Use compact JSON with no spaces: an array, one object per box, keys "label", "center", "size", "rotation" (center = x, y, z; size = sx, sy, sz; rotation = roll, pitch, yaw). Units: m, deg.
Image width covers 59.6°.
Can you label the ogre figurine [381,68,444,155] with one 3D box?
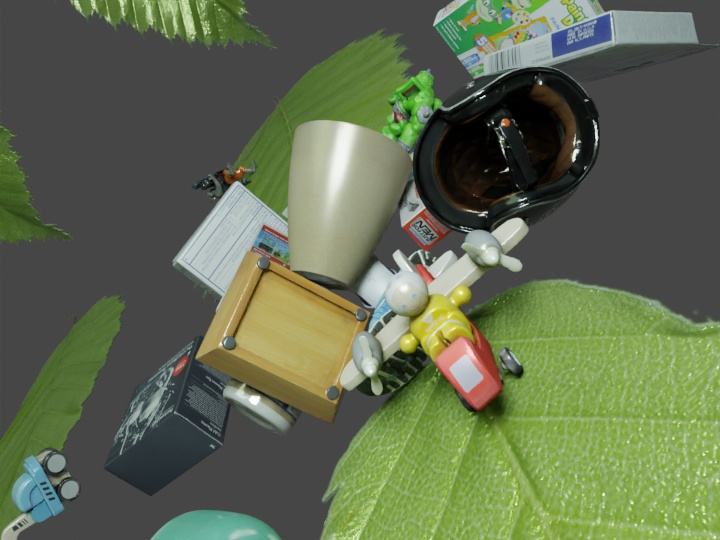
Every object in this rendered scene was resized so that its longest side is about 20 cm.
[{"label":"ogre figurine","center":[0.095,-0.303,1.206],"size":[0.120,0.098,0.201],"rotation":[-41,12,41]}]

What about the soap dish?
[{"label":"soap dish","center":[-0.089,0.082,0.815],"size":[0.160,0.197,0.081],"rotation":[-67,11,-22]}]

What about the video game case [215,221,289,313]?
[{"label":"video game case","center":[-0.145,0.023,1.084],"size":[0.017,0.141,0.202],"rotation":[-50,16,51]}]

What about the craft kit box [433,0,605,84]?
[{"label":"craft kit box","center":[0.238,-0.334,0.896],"size":[0.196,0.200,0.049],"rotation":[-25,32,41]}]

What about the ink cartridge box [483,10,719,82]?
[{"label":"ink cartridge box","center":[0.286,-0.266,0.762],"size":[0.197,0.044,0.195],"rotation":[-13,9,-31]}]

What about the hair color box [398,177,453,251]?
[{"label":"hair color box","center":[0.147,-0.132,0.919],"size":[0.199,0.064,0.112],"rotation":[-38,27,20]}]

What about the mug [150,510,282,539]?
[{"label":"mug","center":[-0.131,0.339,0.632],"size":[0.113,0.188,0.152],"rotation":[-17,14,43]}]

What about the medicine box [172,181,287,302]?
[{"label":"medicine box","center":[-0.216,-0.025,1.177],"size":[0.184,0.199,0.103],"rotation":[-55,16,-16]}]

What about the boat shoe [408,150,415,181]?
[{"label":"boat shoe","center":[0.093,-0.160,1.041],"size":[0.198,0.062,0.075],"rotation":[-34,11,10]}]

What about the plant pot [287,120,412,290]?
[{"label":"plant pot","center":[-0.035,-0.082,0.920],"size":[0.186,0.185,0.204],"rotation":[-3,68,56]}]

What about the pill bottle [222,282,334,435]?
[{"label":"pill bottle","center":[-0.101,0.121,0.906],"size":[0.110,0.111,0.202],"rotation":[-6,47,55]}]

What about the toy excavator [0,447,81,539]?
[{"label":"toy excavator","center":[-0.690,0.502,1.318],"size":[0.198,0.198,0.099],"rotation":[-30,13,-36]}]

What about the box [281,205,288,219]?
[{"label":"box","center":[-0.041,-0.127,1.175],"size":[0.177,0.097,0.200],"rotation":[-49,25,-3]}]

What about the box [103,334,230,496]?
[{"label":"box","center":[-0.321,0.249,1.090],"size":[0.199,0.104,0.184],"rotation":[-38,28,22]}]

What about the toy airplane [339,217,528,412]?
[{"label":"toy airplane","center":[0.072,0.037,0.662],"size":[0.196,0.141,0.204],"rotation":[-3,61,42]}]

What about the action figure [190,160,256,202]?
[{"label":"action figure","center":[-0.448,-0.280,2.049],"size":[0.192,0.106,0.200],"rotation":[-32,4,40]}]

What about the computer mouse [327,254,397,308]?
[{"label":"computer mouse","center":[0.000,0.000,0.991],"size":[0.110,0.044,0.200],"rotation":[-49,25,-4]}]

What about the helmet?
[{"label":"helmet","center":[0.165,-0.137,0.748],"size":[0.201,0.199,0.190],"rotation":[-54,9,-13]}]

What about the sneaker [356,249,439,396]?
[{"label":"sneaker","center":[0.047,0.074,0.805],"size":[0.202,0.078,0.090],"rotation":[-60,9,-29]}]
